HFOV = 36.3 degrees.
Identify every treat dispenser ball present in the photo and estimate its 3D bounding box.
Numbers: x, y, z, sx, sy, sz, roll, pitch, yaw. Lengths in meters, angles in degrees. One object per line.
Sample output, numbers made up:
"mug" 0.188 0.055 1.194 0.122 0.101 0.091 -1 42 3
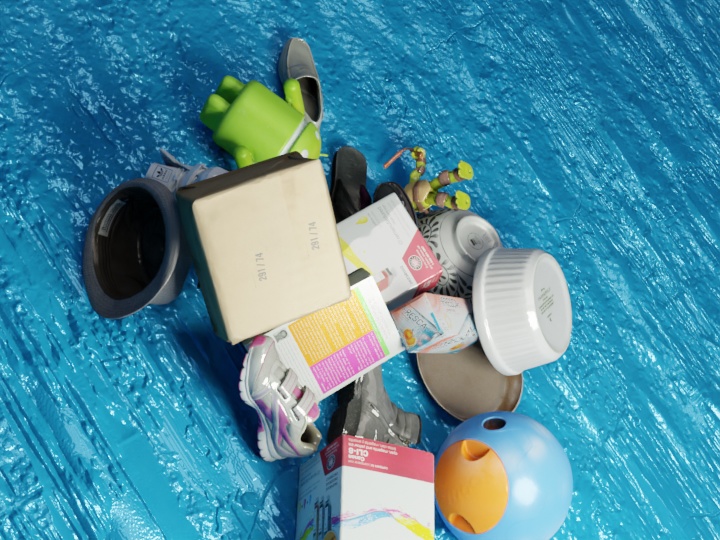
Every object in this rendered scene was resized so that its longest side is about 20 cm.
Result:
"treat dispenser ball" 0.201 0.301 1.560 0.199 0.201 0.202 15 57 -24

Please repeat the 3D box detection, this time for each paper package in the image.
"paper package" -0.124 -0.033 1.436 0.189 0.103 0.202 -20 108 -17

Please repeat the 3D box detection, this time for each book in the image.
"book" -0.049 0.104 1.531 0.199 0.048 0.134 -29 111 -9

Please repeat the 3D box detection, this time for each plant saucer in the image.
"plant saucer" 0.167 0.154 1.734 0.199 0.032 0.202 15 56 -24

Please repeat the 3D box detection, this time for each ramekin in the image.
"ramekin" 0.258 0.058 1.710 0.202 0.094 0.204 23 62 -55

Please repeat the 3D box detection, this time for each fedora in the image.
"fedora" -0.290 -0.022 1.491 0.090 0.176 0.201 26 40 -54

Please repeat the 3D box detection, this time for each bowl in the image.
"bowl" 0.170 -0.029 1.799 0.199 0.094 0.202 14 58 -24

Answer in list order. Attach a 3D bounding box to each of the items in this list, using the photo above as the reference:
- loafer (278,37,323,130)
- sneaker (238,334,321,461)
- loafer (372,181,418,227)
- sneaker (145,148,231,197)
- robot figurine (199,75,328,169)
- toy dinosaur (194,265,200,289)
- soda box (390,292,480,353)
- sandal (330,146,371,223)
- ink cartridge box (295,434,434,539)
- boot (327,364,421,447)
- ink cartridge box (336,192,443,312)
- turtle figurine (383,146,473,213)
"loafer" -0.092 -0.304 1.807 0.069 0.070 0.202 5 62 -29
"sneaker" -0.099 0.169 1.458 0.082 0.087 0.201 -65 148 -49
"loafer" 0.052 -0.045 1.720 0.063 0.071 0.202 11 70 -66
"sneaker" -0.247 -0.120 1.538 0.114 0.200 0.076 29 78 -7
"robot figurine" -0.147 -0.211 1.689 0.199 0.116 0.176 36 59 -7
"toy dinosaur" -0.162 0.027 1.537 0.077 0.102 0.201 -78 148 -42
"soda box" 0.118 0.080 1.624 0.200 0.063 0.069 9 54 -65
"sandal" -0.014 -0.119 1.764 0.075 0.048 0.202 11 59 -26
"ink cartridge box" 0.004 0.346 1.450 0.144 0.145 0.201 16 56 -23
"boot" 0.033 0.193 1.614 0.131 0.070 0.201 26 64 -20
"ink cartridge box" 0.000 0.000 1.634 0.199 0.083 0.146 -30 79 -14
"turtle figurine" 0.102 -0.118 1.787 0.064 0.160 0.201 45 52 -41
